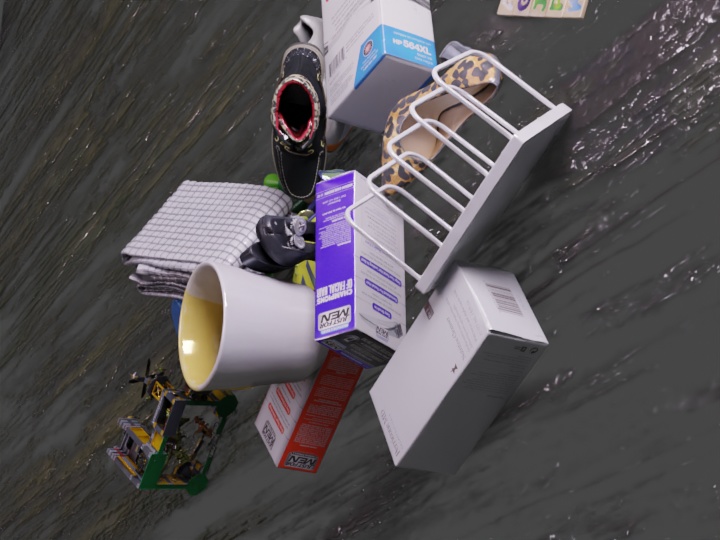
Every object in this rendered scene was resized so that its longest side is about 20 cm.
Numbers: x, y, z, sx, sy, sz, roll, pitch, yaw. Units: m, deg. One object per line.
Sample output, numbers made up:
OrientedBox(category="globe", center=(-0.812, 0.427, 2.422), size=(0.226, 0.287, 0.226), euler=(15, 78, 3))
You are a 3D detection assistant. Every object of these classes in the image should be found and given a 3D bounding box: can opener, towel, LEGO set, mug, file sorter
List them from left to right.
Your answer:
OrientedBox(category="LEGO set", center=(-0.277, 0.221, 2.004), size=(0.116, 0.153, 0.202), euler=(37, 119, 42))
OrientedBox(category="towel", center=(-0.195, -0.032, 1.827), size=(0.198, 0.086, 0.166), euler=(5, 44, 36))
OrientedBox(category="mug", center=(-0.127, 0.071, 1.653), size=(0.186, 0.152, 0.151), euler=(-3, 82, 63))
OrientedBox(category="can opener", center=(-0.056, -0.032, 1.660), size=(0.078, 0.199, 0.064), euler=(-16, 79, 40))
OrientedBox(category="file sorter", center=(0.095, -0.107, 1.421), size=(0.124, 0.139, 0.201), euler=(39, 122, 10))

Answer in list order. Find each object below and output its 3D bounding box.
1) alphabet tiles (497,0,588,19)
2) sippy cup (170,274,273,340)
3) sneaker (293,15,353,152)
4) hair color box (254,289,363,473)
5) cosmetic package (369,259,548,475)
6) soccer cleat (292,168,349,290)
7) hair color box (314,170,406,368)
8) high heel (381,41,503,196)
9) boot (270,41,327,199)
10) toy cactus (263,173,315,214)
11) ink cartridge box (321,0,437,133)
OrientedBox(category="alphabet tiles", center=(0.218, -0.371, 1.498), size=(0.167, 0.007, 0.202), euler=(22, 98, 62))
OrientedBox(category="sippy cup", center=(-0.180, 0.062, 1.865), size=(0.178, 0.129, 0.141), euler=(1, 111, 69))
OrientedBox(category="sneaker", center=(-0.059, -0.253, 1.872), size=(0.076, 0.091, 0.202), euler=(-38, 46, 50))
OrientedBox(category="hair color box", center=(-0.058, 0.138, 1.730), size=(0.201, 0.061, 0.102), euler=(-65, 30, 19))
OrientedBox(category="cosmetic package", center=(0.097, 0.102, 1.434), size=(0.201, 0.080, 0.113), euler=(-58, 34, 29))
OrientedBox(category="soccer cleat", center=(-0.059, -0.038, 1.785), size=(0.202, 0.083, 0.065), euler=(-67, 29, 17))
OrientedBox(category="hair color box", center=(0.000, 0.000, 1.619), size=(0.064, 0.109, 0.202), euler=(-18, 60, 29))
OrientedBox(category="high heel", center=(0.088, -0.161, 1.574), size=(0.201, 0.071, 0.143), euler=(-62, 24, 9))
OrientedBox(category="boot", center=(-0.080, -0.167, 1.729), size=(0.154, 0.073, 0.206), euler=(-85, -2, -67))
OrientedBox(category="toy cactus", center=(-0.089, -0.122, 1.888), size=(0.164, 0.102, 0.202), euler=(13, 81, 53))
OrientedBox(category="ink cartridge box", center=(0.020, -0.301, 1.752), size=(0.146, 0.084, 0.202), euler=(-43, 42, 49))
